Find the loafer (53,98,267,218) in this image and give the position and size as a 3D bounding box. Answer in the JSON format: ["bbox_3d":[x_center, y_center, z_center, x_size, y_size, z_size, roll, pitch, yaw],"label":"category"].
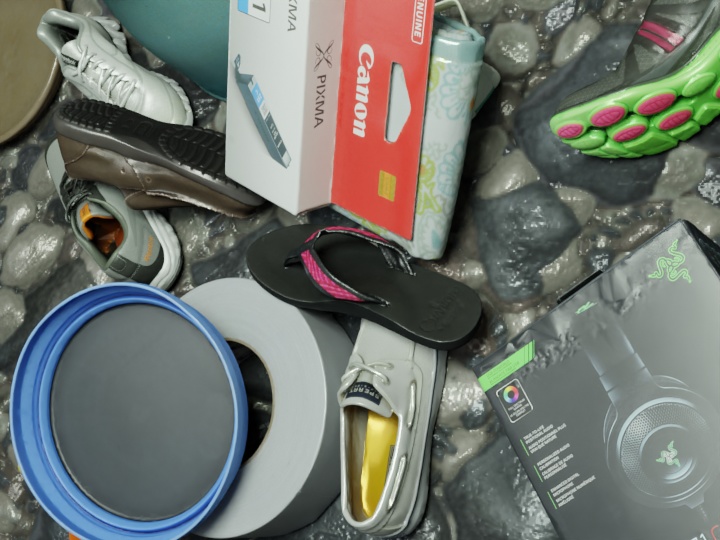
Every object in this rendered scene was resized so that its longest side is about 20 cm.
[{"bbox_3d":[-0.170,-0.086,1.021,0.197,0.073,0.072,21,125,10],"label":"loafer"}]

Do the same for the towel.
[{"bbox_3d":[0.004,-0.125,0.909,0.199,0.048,0.174,31,127,36],"label":"towel"}]

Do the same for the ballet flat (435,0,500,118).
[{"bbox_3d":[0.043,-0.202,0.932,0.069,0.069,0.201,-40,69,19],"label":"ballet flat"}]

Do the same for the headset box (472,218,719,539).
[{"bbox_3d":[0.192,0.092,0.757,0.173,0.092,0.202,-36,63,21],"label":"headset box"}]

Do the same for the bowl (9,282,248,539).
[{"bbox_3d":[-0.177,0.111,0.913,0.197,0.039,0.205,0,91,19],"label":"bowl"}]

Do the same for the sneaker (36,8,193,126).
[{"bbox_3d":[-0.228,-0.173,1.086,0.200,0.081,0.076,43,102,29],"label":"sneaker"}]

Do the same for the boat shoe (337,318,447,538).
[{"bbox_3d":[0.016,0.094,0.880,0.070,0.070,0.204,0,77,31],"label":"boat shoe"}]

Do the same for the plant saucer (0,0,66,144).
[{"bbox_3d":[-0.367,-0.221,1.214,0.197,0.029,0.204,-7,77,31],"label":"plant saucer"}]

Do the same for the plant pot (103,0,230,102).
[{"bbox_3d":[-0.134,-0.263,0.979,0.197,0.187,0.204,-7,76,31],"label":"plant pot"}]

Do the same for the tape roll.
[{"bbox_3d":[-0.093,0.111,0.951,0.198,0.066,0.204,-7,77,31],"label":"tape roll"}]

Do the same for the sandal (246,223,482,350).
[{"bbox_3d":[0.000,0.000,0.883,0.198,0.045,0.076,19,59,28],"label":"sandal"}]

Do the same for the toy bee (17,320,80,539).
[{"bbox_3d":[-0.224,0.137,1.023,0.129,0.109,0.203,15,102,3],"label":"toy bee"}]

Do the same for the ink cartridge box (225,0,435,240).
[{"bbox_3d":[-0.029,-0.138,0.872,0.175,0.044,0.203,29,125,39],"label":"ink cartridge box"}]

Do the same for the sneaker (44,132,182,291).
[{"bbox_3d":[-0.235,-0.063,1.069,0.074,0.079,0.200,-51,58,15],"label":"sneaker"}]

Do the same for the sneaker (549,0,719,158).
[{"bbox_3d":[0.218,-0.148,0.811,0.199,0.077,0.085,-32,48,20],"label":"sneaker"}]
